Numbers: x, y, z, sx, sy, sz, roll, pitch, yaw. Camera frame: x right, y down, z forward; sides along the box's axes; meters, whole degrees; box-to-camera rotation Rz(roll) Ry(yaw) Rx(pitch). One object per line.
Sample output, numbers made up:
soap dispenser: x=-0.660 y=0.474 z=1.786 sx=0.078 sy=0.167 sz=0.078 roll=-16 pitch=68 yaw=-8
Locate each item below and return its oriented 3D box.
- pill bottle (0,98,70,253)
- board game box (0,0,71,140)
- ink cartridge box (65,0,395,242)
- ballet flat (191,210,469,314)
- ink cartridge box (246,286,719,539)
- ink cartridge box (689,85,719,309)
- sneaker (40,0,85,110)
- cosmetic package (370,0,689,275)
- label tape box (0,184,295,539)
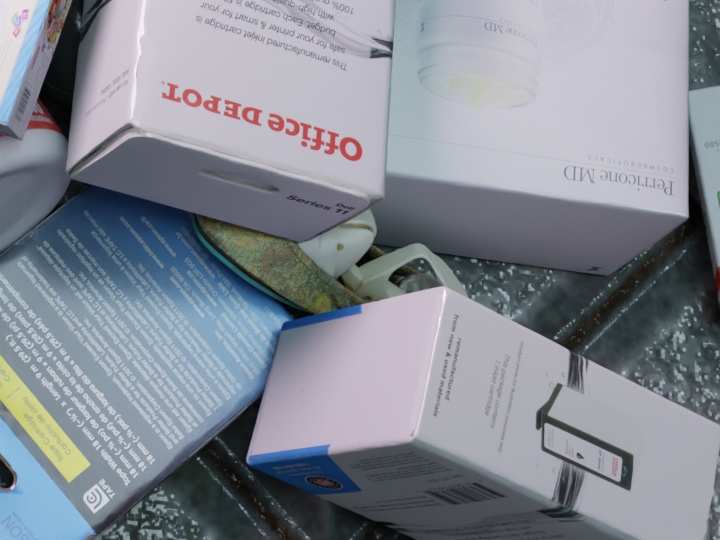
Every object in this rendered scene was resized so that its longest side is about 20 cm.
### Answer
pill bottle: x=-0.244 y=-0.103 z=1.180 sx=0.115 sy=0.116 sz=0.201 roll=-28 pitch=74 yaw=-23
board game box: x=-0.195 y=-0.179 z=1.109 sx=0.133 sy=0.034 sz=0.201 roll=18 pitch=82 yaw=7
ink cartridge box: x=-0.061 y=-0.130 z=1.155 sx=0.146 sy=0.083 sz=0.202 roll=16 pitch=66 yaw=-27
ballet flat: x=0.000 y=0.000 z=1.231 sx=0.200 sy=0.070 sz=0.071 roll=36 pitch=65 yaw=-29
ink cartridge box: x=0.066 y=0.091 z=1.185 sx=0.199 sy=0.146 sz=0.085 roll=26 pitch=66 yaw=-32
ink cartridge box: x=0.260 y=-0.014 z=1.339 sx=0.108 sy=0.050 sz=0.202 roll=-10 pitch=76 yaw=5
sneaker: x=-0.181 y=-0.172 z=1.173 sx=0.075 sy=0.079 sz=0.201 roll=-28 pitch=86 yaw=8
cosmetic package: x=0.074 y=-0.118 z=1.292 sx=0.198 sy=0.123 sz=0.202 roll=7 pitch=74 yaw=-15
label tape box: x=-0.145 y=0.052 z=1.203 sx=0.200 sy=0.063 sz=0.144 roll=-39 pitch=89 yaw=-23
